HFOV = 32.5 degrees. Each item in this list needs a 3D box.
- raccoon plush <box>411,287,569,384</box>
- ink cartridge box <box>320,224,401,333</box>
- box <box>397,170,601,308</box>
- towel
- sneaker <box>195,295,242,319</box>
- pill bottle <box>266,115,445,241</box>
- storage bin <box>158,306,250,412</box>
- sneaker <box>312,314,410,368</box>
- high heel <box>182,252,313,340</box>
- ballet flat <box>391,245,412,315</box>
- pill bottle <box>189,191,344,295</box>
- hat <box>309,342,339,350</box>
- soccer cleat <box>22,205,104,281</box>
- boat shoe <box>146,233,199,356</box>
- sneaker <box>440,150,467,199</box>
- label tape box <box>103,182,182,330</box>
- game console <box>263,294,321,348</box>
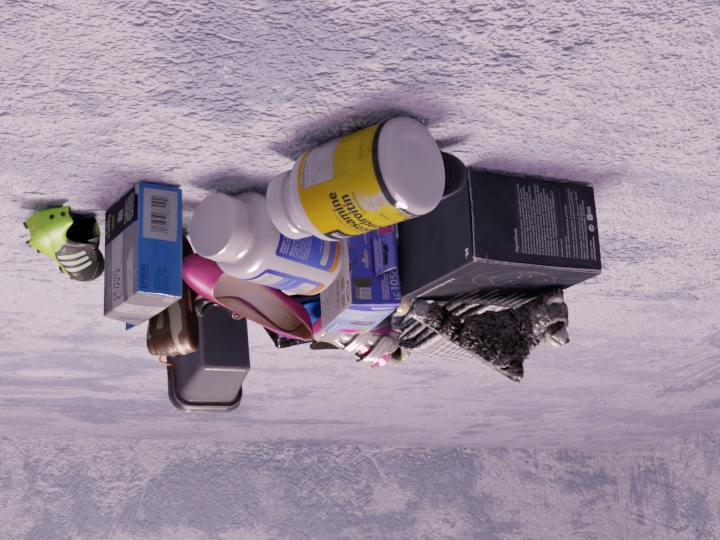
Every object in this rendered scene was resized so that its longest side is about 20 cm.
[{"bbox_3d":[0.184,0.055,1.647,0.199,0.135,0.097,32,177,-4],"label":"raccoon plush"},{"bbox_3d":[0.000,0.000,1.706,0.076,0.138,0.200,0,165,-14],"label":"ink cartridge box"},{"bbox_3d":[0.179,-0.035,1.632,0.195,0.125,0.200,3,164,-26],"label":"box"},{"bbox_3d":[0.166,0.063,1.844,0.199,0.086,0.165,-36,149,30],"label":"towel"},{"bbox_3d":[-0.174,0.032,1.887,0.198,0.087,0.080,-5,166,7],"label":"sneaker"},{"bbox_3d":[-0.010,-0.097,1.408,0.199,0.113,0.112,-16,159,39],"label":"pill bottle"},{"bbox_3d":[-0.246,0.109,1.983,0.144,0.202,0.134,4,152,-22],"label":"storage bin"},{"bbox_3d":[0.011,0.099,1.851,0.199,0.089,0.081,5,143,-43],"label":"sneaker"},{"bbox_3d":[-0.148,0.039,1.635,0.199,0.068,0.096,34,-177,-39],"label":"high heel"},{"bbox_3d":[0.068,0.010,1.757,0.056,0.067,0.200,14,-157,-1],"label":"ballet flat"},{"bbox_3d":[-0.122,-0.039,1.600,0.111,0.113,0.199,-14,160,36],"label":"pill bottle"},{"bbox_3d":[0.007,0.088,2.131,0.198,0.082,0.201,-4,173,-1],"label":"hat"},{"bbox_3d":[-0.380,-0.035,1.670,0.080,0.068,0.200,-18,161,8],"label":"soccer cleat"},{"bbox_3d":[-0.265,0.030,1.674,0.074,0.203,0.075,-16,134,8],"label":"boat shoe"},{"bbox_3d":[0.045,-0.104,1.498,0.198,0.067,0.078,-11,174,28],"label":"sneaker"},{"bbox_3d":[-0.295,-0.013,1.601,0.066,0.145,0.200,7,162,-31],"label":"label tape box"},{"bbox_3d":[-0.048,0.043,1.923,0.198,0.171,0.119,-8,124,-25],"label":"game console"}]
